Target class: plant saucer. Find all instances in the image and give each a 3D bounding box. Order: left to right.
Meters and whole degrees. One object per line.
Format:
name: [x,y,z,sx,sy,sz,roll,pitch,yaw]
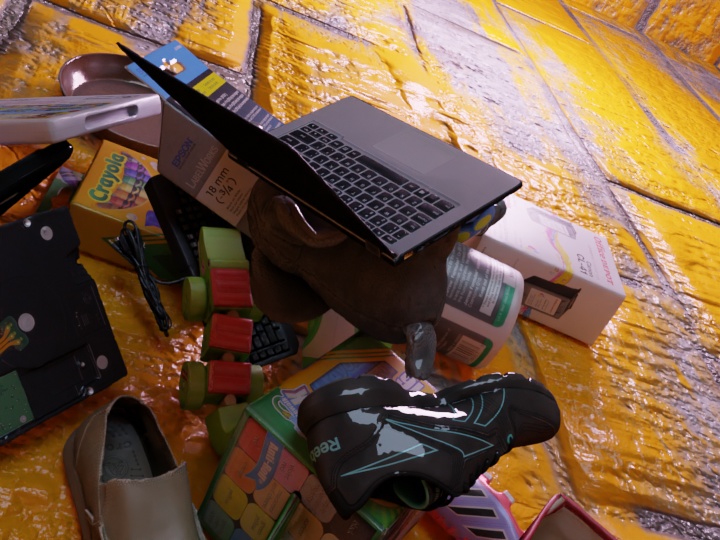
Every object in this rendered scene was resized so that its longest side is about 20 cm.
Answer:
plant saucer: [-0.254,-0.187,1.000,0.198,0.035,0.201,20,33,-14]

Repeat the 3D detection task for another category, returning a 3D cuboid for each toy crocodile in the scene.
toy crocodile: [-0.110,0.053,0.704,0.066,0.062,0.203,7,62,-22]

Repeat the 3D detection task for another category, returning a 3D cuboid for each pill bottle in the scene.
pill bottle: [0.059,0.012,0.887,0.198,0.114,0.114,25,31,-7]

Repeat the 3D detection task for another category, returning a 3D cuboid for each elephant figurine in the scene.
elephant figurine: [-0.031,-0.025,0.658,0.197,0.144,0.155,14,9,-4]

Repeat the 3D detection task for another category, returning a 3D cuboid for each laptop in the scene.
laptop: [-0.021,-0.100,0.568,0.199,0.117,0.186,-30,46,-31]

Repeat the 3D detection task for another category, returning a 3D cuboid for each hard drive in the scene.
hard drive: [-0.261,0.048,0.582,0.200,0.037,0.142,-33,107,-55]

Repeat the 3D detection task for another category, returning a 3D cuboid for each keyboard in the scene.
keyboard: [-0.143,0.002,0.763,0.126,0.021,0.202,-19,74,-31]

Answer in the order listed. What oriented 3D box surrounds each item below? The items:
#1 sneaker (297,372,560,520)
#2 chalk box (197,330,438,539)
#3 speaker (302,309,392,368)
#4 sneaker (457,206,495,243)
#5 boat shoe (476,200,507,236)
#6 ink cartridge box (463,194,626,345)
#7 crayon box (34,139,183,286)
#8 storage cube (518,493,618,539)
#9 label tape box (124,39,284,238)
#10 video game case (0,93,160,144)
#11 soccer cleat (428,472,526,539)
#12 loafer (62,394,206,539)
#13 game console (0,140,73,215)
sneaker: [0.053,0.116,0.557,0.197,0.076,0.080,2,54,-28]
chalk box: [-0.027,0.153,0.608,0.123,0.125,0.199,39,32,17]
speaker: [0.000,0.000,0.779,0.087,0.203,0.088,9,-8,1]
sneaker: [0.060,-0.074,0.949,0.071,0.198,0.084,43,59,-37]
boat shoe: [0.093,-0.080,1.029,0.061,0.074,0.199,-19,21,-30]
ink cartridge box: [0.217,-0.013,1.075,0.197,0.086,0.148,22,32,-9]
crayon box: [-0.206,-0.055,0.833,0.197,0.052,0.127,20,33,-14]
storage cube: [0.107,0.278,0.483,0.170,0.181,0.199,37,33,14]
label tape box: [-0.124,-0.115,0.790,0.199,0.064,0.145,36,22,-9]
video game case: [-0.312,-0.138,0.781,0.197,0.023,0.182,2,18,16]
soccer cleat: [0.067,0.181,0.716,0.076,0.067,0.201,-27,62,-17]
loafer: [-0.142,0.164,0.556,0.075,0.068,0.201,-5,45,-42]
game console: [-0.360,-0.067,0.675,0.117,0.175,0.201,53,29,-14]
